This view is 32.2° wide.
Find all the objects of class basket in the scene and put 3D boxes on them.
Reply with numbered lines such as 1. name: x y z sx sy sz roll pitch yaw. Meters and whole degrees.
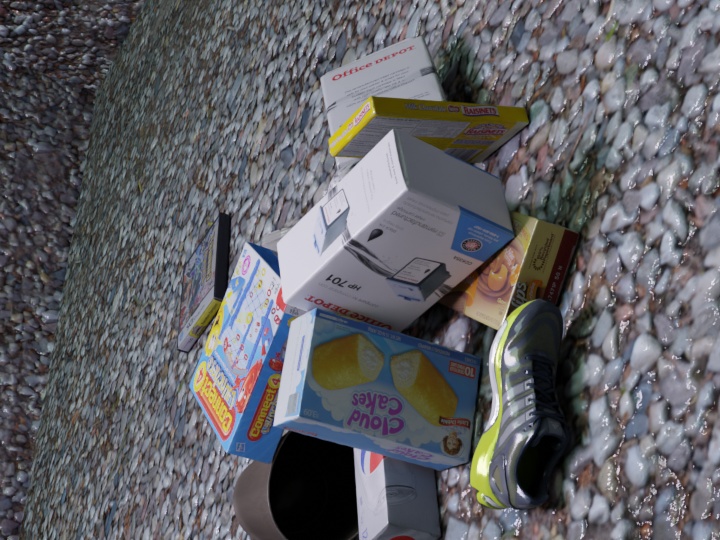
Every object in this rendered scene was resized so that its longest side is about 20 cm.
1. basket: -0.072 0.262 1.490 0.181 0.136 0.200 -58 9 -29

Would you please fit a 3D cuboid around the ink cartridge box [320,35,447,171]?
1. ink cartridge box: 0.039 -0.182 1.526 0.145 0.084 0.200 -20 40 9

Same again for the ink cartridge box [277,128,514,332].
1. ink cartridge box: 0.032 -0.030 1.253 0.200 0.146 0.086 -43 41 34

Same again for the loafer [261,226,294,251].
1. loafer: -0.053 -0.030 1.562 0.200 0.070 0.070 -19 80 54

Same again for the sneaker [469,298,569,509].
1. sneaker: 0.161 0.126 1.144 0.081 0.074 0.201 5 86 60

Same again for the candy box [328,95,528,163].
1. candy box: 0.075 -0.151 1.360 0.102 0.199 0.027 -41 55 52

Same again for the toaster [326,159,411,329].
1. toaster: 0.026 -0.041 1.409 0.114 0.129 0.201 -49 -25 -60

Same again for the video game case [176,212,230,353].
1. video game case: -0.289 0.023 2.299 0.181 0.025 0.201 -50 32 43

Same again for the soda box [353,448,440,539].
1. soda box: 0.036 0.210 1.359 0.063 0.068 0.201 -52 30 40

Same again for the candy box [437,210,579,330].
1. candy box: 0.139 -0.005 1.291 0.200 0.055 0.116 26 97 68

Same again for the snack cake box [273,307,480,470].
1. snack cake box: 0.019 0.125 1.285 0.067 0.199 0.116 -30 47 58

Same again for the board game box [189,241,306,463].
1. board game box: -0.119 0.090 1.444 0.197 0.056 0.200 -68 25 9
